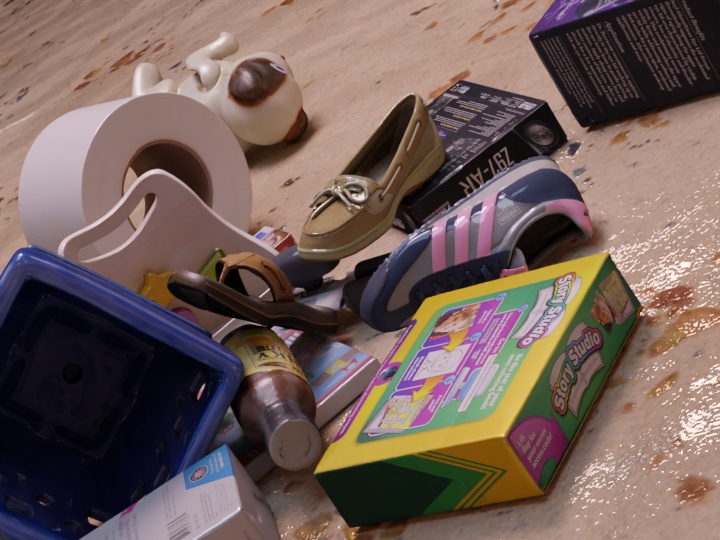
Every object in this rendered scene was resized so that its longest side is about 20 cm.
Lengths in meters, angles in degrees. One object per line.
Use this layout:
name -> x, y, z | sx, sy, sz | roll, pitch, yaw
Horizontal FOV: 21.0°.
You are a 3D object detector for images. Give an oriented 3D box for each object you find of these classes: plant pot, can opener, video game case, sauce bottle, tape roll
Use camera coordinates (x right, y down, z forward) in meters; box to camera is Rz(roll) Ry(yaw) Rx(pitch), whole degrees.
plant pot -> -0.222, 0.099, 1.521 | 0.201, 0.199, 0.180 | -62, 13, 5
can opener -> 0.000, 0.000, 1.645 | 0.199, 0.067, 0.054 | -17, 30, 37
video game case -> -0.076, 0.105, 1.608 | 0.143, 0.018, 0.200 | -40, 21, -14
sauce bottle -> -0.068, 0.099, 1.495 | 0.064, 0.065, 0.200 | -35, 22, -2
tape roll -> -0.228, -0.073, 1.968 | 0.203, 0.204, 0.139 | -45, 24, -28

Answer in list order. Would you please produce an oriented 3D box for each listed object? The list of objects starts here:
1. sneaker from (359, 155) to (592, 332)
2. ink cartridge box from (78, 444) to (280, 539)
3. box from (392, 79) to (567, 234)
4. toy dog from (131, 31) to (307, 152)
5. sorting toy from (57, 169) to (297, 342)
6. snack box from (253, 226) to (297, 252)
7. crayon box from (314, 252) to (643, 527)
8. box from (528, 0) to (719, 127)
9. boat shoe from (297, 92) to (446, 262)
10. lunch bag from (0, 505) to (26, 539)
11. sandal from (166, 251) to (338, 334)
sneaker -> 0.092, -0.006, 1.528 | 0.199, 0.070, 0.082 | -38, 51, 2
ink cartridge box -> -0.156, 0.224, 1.392 | 0.199, 0.068, 0.115 | -33, 20, 2
box -> 0.080, -0.104, 1.793 | 0.160, 0.044, 0.200 | -38, 21, -10
toy dog -> -0.155, -0.179, 2.192 | 0.199, 0.140, 0.195 | -20, 38, 34
sorting toy -> -0.175, 0.015, 1.723 | 0.200, 0.181, 0.107 | -40, 21, -16
snack box -> -0.148, 0.031, 1.868 | 0.200, 0.024, 0.072 | -40, 20, -15
crayon box -> 0.084, 0.083, 1.355 | 0.171, 0.059, 0.200 | -15, 29, 40
box -> 0.271, -0.223, 1.681 | 0.199, 0.105, 0.148 | -15, 27, 43
boat shoe -> 0.005, -0.078, 1.669 | 0.073, 0.064, 0.201 | 5, 36, 40
lunch bag -> -0.342, 0.251, 1.555 | 0.170, 0.128, 0.199 | -42, 35, -26
sandal -> -0.082, 0.015, 1.573 | 0.081, 0.199, 0.055 | 11, 88, 38
